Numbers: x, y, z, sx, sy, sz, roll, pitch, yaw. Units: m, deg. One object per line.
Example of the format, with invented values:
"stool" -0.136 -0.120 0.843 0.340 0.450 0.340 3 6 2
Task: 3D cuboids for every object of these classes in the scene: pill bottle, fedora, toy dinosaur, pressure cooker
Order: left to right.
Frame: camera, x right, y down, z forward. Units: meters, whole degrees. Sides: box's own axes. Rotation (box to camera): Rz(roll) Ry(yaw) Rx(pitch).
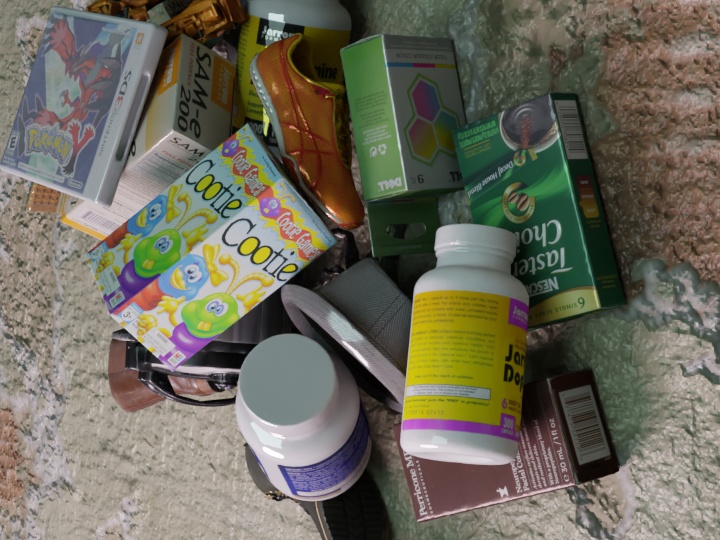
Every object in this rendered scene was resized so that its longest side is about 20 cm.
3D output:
"pressure cooker" -0.159 0.042 1.481 0.175 0.179 0.201 2 86 12
"pill bottle" -0.070 -0.215 1.432 0.112 0.112 0.201 21 108 39
"pill bottle" -0.056 0.139 1.354 0.119 0.200 0.120 -2 66 5
"toy dinosaur" 0.000 0.000 1.435 0.088 0.047 0.201 22 110 21
"fedora" 0.012 0.051 1.344 0.177 0.200 0.090 42 81 6
"pill bottle" 0.094 0.065 1.239 0.104 0.104 0.201 -6 74 43

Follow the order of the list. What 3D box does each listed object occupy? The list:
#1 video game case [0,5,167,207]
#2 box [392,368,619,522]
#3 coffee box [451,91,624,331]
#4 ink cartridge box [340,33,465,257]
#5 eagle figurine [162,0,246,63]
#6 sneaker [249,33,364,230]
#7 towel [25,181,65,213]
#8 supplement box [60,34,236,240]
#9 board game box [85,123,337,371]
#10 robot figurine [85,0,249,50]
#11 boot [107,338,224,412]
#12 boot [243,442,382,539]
"video game case" -0.283 -0.169 1.420 0.199 0.023 0.183 18 90 47
"box" 0.131 0.164 1.315 0.199 0.075 0.101 -24 78 43
"coffee box" 0.160 -0.050 1.284 0.123 0.044 0.201 -16 83 42
"ink cartridge box" 0.050 -0.118 1.338 0.059 0.103 0.201 -11 87 43
"eagle figurine" -0.184 -0.306 1.542 0.151 0.151 0.201 11 68 2
"sneaker" -0.040 -0.133 1.327 0.077 0.073 0.201 -28 79 18
"towel" -0.261 -0.123 1.565 0.022 0.199 0.147 48 125 48
"supplement box" -0.215 -0.128 1.422 0.200 0.073 0.127 -32 45 38
"board game box" -0.141 -0.022 1.325 0.200 0.103 0.105 -38 42 3
"robot figurine" -0.207 -0.265 1.440 0.199 0.058 0.146 -20 88 39
"boot" -0.240 0.068 1.658 0.199 0.064 0.188 -13 84 47
"boot" -0.055 0.242 1.501 0.138 0.077 0.201 -41 54 42
